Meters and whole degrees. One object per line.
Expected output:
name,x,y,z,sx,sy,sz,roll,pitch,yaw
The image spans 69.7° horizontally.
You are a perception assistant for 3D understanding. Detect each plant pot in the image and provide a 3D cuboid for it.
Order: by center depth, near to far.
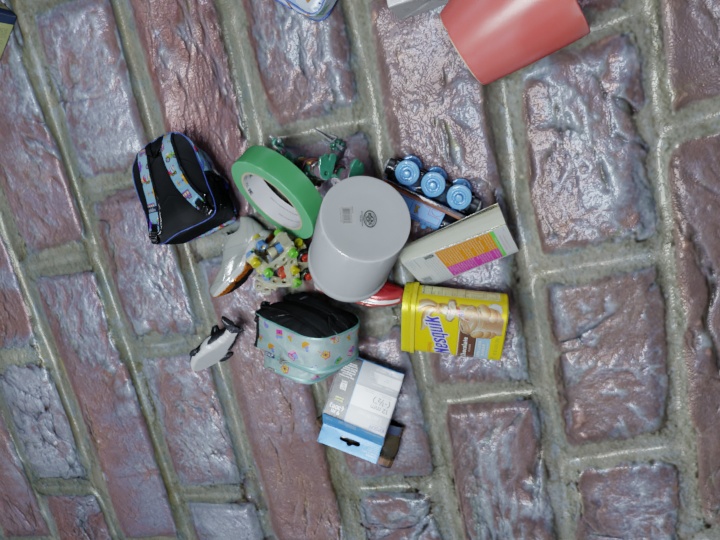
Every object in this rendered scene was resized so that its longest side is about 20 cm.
plant pot,0.238,-0.413,0.830,0.176,0.200,0.202,-30,96,31

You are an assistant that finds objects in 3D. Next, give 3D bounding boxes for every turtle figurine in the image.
turtle figurine,-0.089,-0.210,0.994,0.199,0.148,0.102,30,128,48

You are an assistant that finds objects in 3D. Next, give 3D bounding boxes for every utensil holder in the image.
utensil holder,-0.005,-0.053,0.941,0.167,0.200,0.173,4,69,-10

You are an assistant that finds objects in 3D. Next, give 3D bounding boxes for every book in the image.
book,0.188,-0.035,0.977,0.198,0.134,0.049,-23,57,18

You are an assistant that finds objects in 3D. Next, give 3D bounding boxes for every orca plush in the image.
orca plush,-0.341,0.155,1.192,0.201,0.104,0.072,-54,47,44

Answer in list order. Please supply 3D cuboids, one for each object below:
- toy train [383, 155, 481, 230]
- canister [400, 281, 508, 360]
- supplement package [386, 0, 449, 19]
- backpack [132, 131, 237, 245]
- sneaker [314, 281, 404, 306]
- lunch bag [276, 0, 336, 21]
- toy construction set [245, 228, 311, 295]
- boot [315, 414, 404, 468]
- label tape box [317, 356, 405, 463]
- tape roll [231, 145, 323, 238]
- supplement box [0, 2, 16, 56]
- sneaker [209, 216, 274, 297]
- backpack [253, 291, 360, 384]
toy train,0.126,-0.137,0.982,0.198,0.087,0.115,25,114,3
canister,0.183,0.102,1.020,0.197,0.087,0.150,5,127,11
supplement package,0.089,-0.548,0.856,0.118,0.121,0.203,-10,103,17
backpack,-0.370,-0.172,1.076,0.181,0.134,0.202,-24,86,18
sneaker,0.000,0.000,1.058,0.197,0.078,0.117,9,109,11
lunch bag,-0.121,-0.560,0.935,0.199,0.076,0.161,33,113,3
toy construction set,-0.168,-0.006,1.063,0.130,0.201,0.093,-29,72,-20
boot,0.003,0.352,1.170,0.198,0.075,0.098,28,94,3
label tape box,-0.001,0.293,1.105,0.141,0.066,0.203,18,81,9
tape roll,-0.158,-0.148,1.003,0.199,0.201,0.048,37,68,3
supplement box,-0.900,-0.533,1.112,0.200,0.134,0.200,41,111,1
sneaker,-0.275,-0.031,1.131,0.092,0.076,0.200,43,104,8
backpack,-0.100,0.138,1.048,0.198,0.175,0.156,9,105,36
